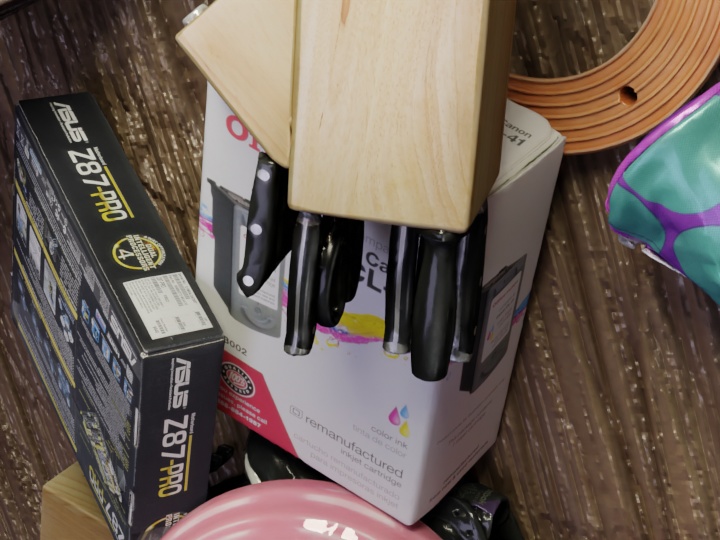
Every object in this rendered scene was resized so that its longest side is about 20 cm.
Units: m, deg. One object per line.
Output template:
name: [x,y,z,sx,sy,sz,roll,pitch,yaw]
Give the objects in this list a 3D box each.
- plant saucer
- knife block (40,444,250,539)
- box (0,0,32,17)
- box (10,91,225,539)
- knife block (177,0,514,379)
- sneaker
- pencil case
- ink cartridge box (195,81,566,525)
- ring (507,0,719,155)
plant saucer: [-0.030,0.206,0.852,0.200,0.051,0.201,3,103,11]
knife block: [-0.108,0.188,1.023,0.175,0.064,0.201,28,127,24]
box: [-0.241,-0.188,0.850,0.200,0.166,0.165,-16,104,41]
box: [-0.133,0.029,0.899,0.200,0.049,0.162,56,146,40]
knife block: [0.028,-0.056,0.643,0.200,0.064,0.176,-36,100,26]
sneaker: [0.034,0.129,0.889,0.200,0.076,0.088,40,119,7]
pencil case: [0.188,0.017,0.686,0.092,0.085,0.200,-43,84,27]
ink cartridge box: [0.000,0.000,0.811,0.147,0.086,0.201,29,136,24]
ring: [0.073,-0.146,0.731,0.200,0.019,0.201,17,122,29]
